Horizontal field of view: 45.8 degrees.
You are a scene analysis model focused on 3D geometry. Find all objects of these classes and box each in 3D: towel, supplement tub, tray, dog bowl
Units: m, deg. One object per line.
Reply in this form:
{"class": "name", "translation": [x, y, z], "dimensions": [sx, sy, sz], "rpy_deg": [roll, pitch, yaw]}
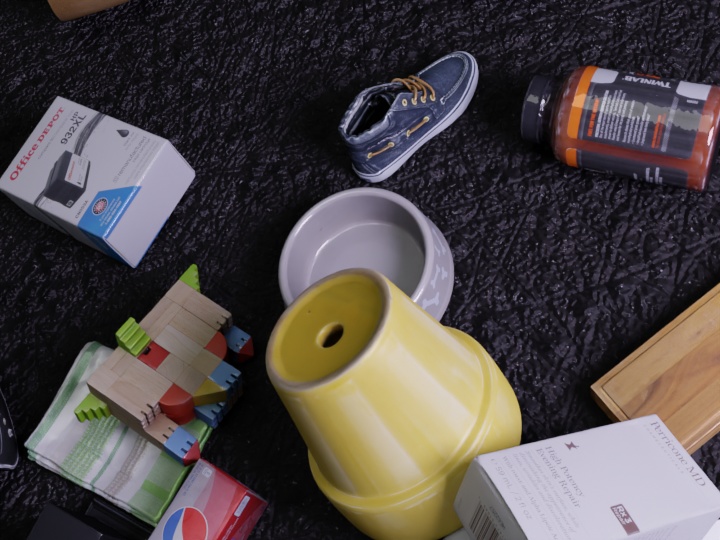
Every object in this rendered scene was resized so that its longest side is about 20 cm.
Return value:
{"class": "towel", "translation": [-0.264, 0.175, 0.942], "dimensions": [0.197, 0.031, 0.151], "rpy_deg": [19, 73, 24]}
{"class": "supplement tub", "translation": [0.271, -0.153, 0.887], "dimensions": [0.197, 0.107, 0.108], "rpy_deg": [16, 70, 23]}
{"class": "tray", "translation": [0.324, 0.088, 0.796], "dimensions": [0.199, 0.037, 0.099], "rpy_deg": [-38, 60, -2]}
{"class": "dog bowl", "translation": [0.000, 0.000, 0.927], "dimensions": [0.197, 0.059, 0.203], "rpy_deg": [-7, 63, 14]}

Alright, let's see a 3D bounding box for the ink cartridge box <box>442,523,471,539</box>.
{"class": "ink cartridge box", "translation": [0.111, 0.306, 0.731], "dimensions": [0.200, 0.083, 0.147], "rpy_deg": [-43, 60, -6]}

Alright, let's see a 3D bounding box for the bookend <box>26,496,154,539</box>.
{"class": "bookend", "translation": [-0.317, 0.306, 0.799], "dimensions": [0.091, 0.200, 0.201], "rpy_deg": [19, 73, 24]}

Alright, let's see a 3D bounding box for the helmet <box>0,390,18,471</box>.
{"class": "helmet", "translation": [-0.491, 0.168, 0.936], "dimensions": [0.198, 0.200, 0.192], "rpy_deg": [-31, 77, 1]}

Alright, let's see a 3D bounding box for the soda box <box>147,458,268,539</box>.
{"class": "soda box", "translation": [-0.178, 0.294, 0.839], "dimensions": [0.069, 0.064, 0.202], "rpy_deg": [25, 74, 26]}

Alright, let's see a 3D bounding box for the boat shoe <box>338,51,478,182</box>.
{"class": "boat shoe", "translation": [0.060, -0.195, 0.982], "dimensions": [0.071, 0.091, 0.201], "rpy_deg": [38, 81, 28]}

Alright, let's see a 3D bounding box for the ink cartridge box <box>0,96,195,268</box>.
{"class": "ink cartridge box", "translation": [-0.332, -0.114, 1.070], "dimensions": [0.198, 0.084, 0.146], "rpy_deg": [23, 74, 25]}

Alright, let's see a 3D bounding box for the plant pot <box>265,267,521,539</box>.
{"class": "plant pot", "translation": [0.017, 0.108, 0.758], "dimensions": [0.198, 0.189, 0.203], "rpy_deg": [-24, 38, 20]}

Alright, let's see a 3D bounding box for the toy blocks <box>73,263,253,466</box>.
{"class": "toy blocks", "translation": [-0.186, 0.109, 0.907], "dimensions": [0.135, 0.101, 0.201], "rpy_deg": [30, 59, 14]}

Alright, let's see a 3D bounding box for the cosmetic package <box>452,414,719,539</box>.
{"class": "cosmetic package", "translation": [0.186, 0.190, 0.689], "dimensions": [0.197, 0.075, 0.102], "rpy_deg": [-8, 44, -27]}

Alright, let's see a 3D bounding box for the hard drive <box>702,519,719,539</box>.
{"class": "hard drive", "translation": [0.314, 0.312, 0.698], "dimensions": [0.130, 0.025, 0.203], "rpy_deg": [-17, 62, 9]}

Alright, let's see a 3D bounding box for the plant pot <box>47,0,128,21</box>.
{"class": "plant pot", "translation": [-0.341, -0.460, 1.198], "dimensions": [0.196, 0.187, 0.189], "rpy_deg": [-7, 62, -2]}
